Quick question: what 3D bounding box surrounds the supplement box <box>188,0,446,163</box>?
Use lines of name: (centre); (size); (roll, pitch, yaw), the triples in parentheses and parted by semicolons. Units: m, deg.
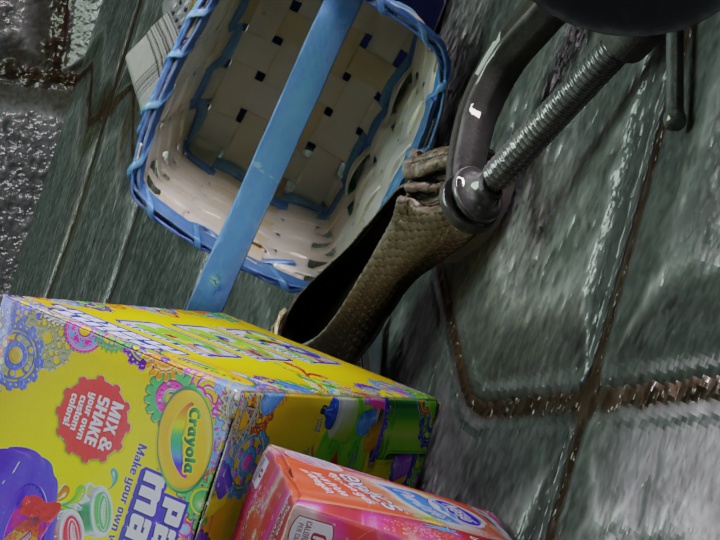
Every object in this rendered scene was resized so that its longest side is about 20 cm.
supplement box: (-0.029, -0.148, 1.609); (0.200, 0.109, 0.110); (-102, 32, -69)

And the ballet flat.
ballet flat: (0.000, 0.000, 1.323); (0.200, 0.046, 0.067); (-42, 30, 45)

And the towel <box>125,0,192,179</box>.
towel: (-0.099, -0.185, 2.030); (0.193, 0.035, 0.200); (-52, 25, 21)

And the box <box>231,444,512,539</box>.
box: (-0.017, 0.180, 1.092); (0.095, 0.100, 0.200); (-130, 58, -76)

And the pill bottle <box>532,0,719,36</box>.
pill bottle: (0.104, -0.187, 1.041); (0.112, 0.112, 0.200); (122, 162, -51)

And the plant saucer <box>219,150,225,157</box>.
plant saucer: (-0.103, -0.133, 2.107); (0.201, 0.039, 0.201); (-162, 90, -78)

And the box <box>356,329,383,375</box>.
box: (-0.043, 0.128, 1.441); (0.137, 0.040, 0.200); (-86, 18, -47)

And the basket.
basket: (-0.034, -0.075, 1.418); (0.177, 0.139, 0.200); (-63, -1, 19)

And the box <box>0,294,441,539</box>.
box: (-0.084, 0.126, 1.215); (0.193, 0.122, 0.200); (9, -79, -65)

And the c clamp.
c clamp: (0.081, -0.082, 1.166); (0.200, 0.027, 0.171); (-44, 27, 51)
